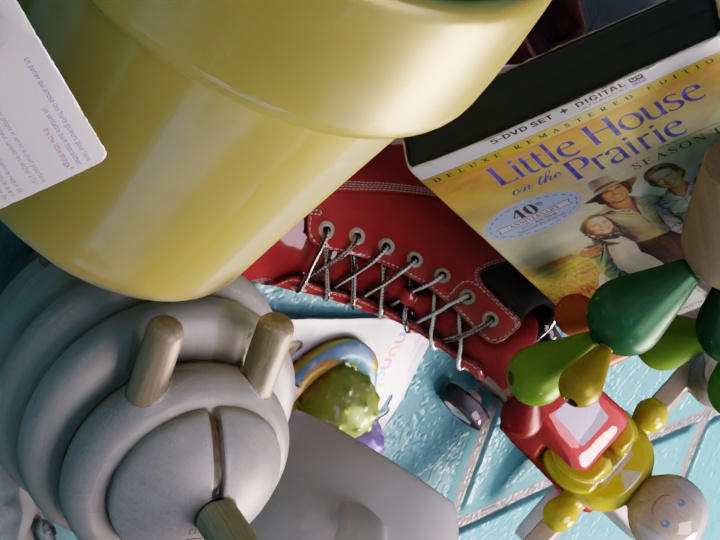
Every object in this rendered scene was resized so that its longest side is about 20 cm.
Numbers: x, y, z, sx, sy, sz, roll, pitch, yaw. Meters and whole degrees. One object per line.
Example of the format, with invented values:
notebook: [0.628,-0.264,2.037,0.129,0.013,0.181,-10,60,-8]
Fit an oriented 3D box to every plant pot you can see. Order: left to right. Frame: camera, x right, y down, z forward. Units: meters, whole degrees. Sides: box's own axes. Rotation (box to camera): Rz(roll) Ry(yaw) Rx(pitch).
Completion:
plant pot: [-0.055,-0.098,1.001,0.201,0.201,0.189,-12,148,-48]

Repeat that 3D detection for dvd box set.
dvd box set: [0.127,-0.037,1.158,0.146,0.029,0.200,-23,146,20]

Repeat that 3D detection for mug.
mug: [-0.033,0.160,1.221,0.176,0.147,0.200,-59,-174,-8]

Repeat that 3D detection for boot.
boot: [0.000,0.000,1.197,0.200,0.144,0.072,-9,141,-45]

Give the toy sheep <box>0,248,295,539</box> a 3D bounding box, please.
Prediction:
toy sheep: [-0.087,0.048,1.090,0.138,0.200,0.138,-14,132,-16]

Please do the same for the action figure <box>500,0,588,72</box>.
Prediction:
action figure: [0.039,-0.110,1.183,0.148,0.134,0.200,-10,168,-5]

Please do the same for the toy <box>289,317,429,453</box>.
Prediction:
toy: [-0.027,0.082,1.349,0.200,0.047,0.115,5,120,-55]

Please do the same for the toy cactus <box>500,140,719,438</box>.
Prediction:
toy cactus: [0.156,0.017,1.151,0.199,0.102,0.165,-3,139,4]

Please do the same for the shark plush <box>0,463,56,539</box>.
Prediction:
shark plush: [-0.168,0.125,1.161,0.083,0.091,0.200,-17,133,-50]

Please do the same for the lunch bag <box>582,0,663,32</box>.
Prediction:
lunch bag: [0.196,-0.106,1.319,0.200,0.170,0.127,-17,155,-44]

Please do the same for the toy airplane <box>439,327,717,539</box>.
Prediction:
toy airplane: [0.137,0.115,1.515,0.199,0.141,0.200,-17,135,-45]

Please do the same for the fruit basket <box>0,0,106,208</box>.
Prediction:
fruit basket: [-0.203,-0.051,0.876,0.200,0.094,0.185,-28,147,0]
